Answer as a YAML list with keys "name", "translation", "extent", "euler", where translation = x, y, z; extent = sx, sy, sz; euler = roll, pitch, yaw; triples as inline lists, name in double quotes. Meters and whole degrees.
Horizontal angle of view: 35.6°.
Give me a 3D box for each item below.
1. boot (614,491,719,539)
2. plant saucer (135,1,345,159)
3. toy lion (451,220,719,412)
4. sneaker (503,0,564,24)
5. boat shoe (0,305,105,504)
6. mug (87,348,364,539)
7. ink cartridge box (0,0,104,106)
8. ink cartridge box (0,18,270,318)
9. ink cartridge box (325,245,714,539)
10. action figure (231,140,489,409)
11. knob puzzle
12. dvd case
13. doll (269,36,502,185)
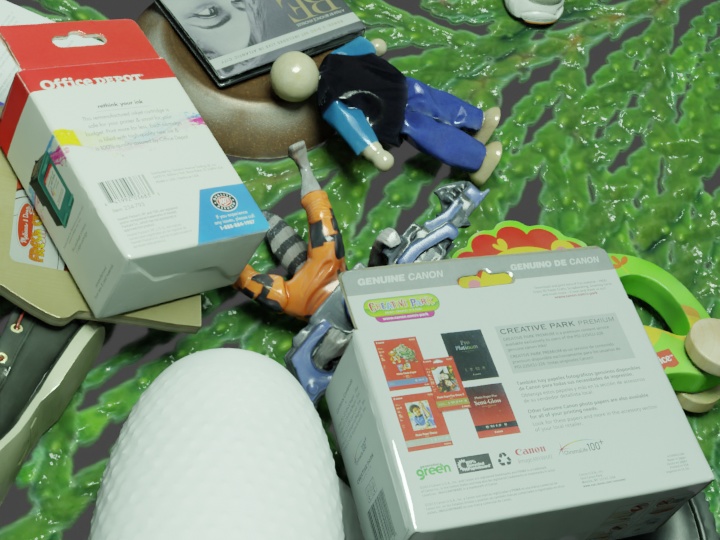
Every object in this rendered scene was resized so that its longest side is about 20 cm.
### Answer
- name: "boot"
  translation: [0.150, 0.217, 0.725]
  extent: [0.167, 0.076, 0.201]
  euler: [7, 61, -17]
- name: "plant saucer"
  translation: [-0.096, -0.183, 0.946]
  extent: [0.199, 0.037, 0.202]
  euler: [8, 56, -11]
- name: "toy lion"
  translation: [0.169, 0.036, 0.870]
  extent: [0.199, 0.069, 0.192]
  euler: [-13, 54, -24]
- name: "sneaker"
  translation: [0.176, -0.340, 1.099]
  extent: [0.075, 0.092, 0.201]
  euler: [2, 56, -16]
- name: "boat shoe"
  translation: [-0.232, 0.098, 0.693]
  extent: [0.063, 0.074, 0.202]
  euler: [26, 48, -1]
- name: "mug"
  translation: [-0.065, 0.154, 0.676]
  extent: [0.200, 0.147, 0.176]
  euler: [33, 38, -31]
- name: "ink cartridge box"
  translation: [-0.305, -0.129, 0.839]
  extent: [0.199, 0.043, 0.199]
  euler: [24, 54, -4]
- name: "ink cartridge box"
  translation: [-0.165, -0.076, 0.761]
  extent: [0.116, 0.067, 0.201]
  euler: [-14, 62, -42]
- name: "ink cartridge box"
  translation: [0.088, 0.084, 0.706]
  extent: [0.199, 0.084, 0.176]
  euler: [-4, 57, -20]
- name: "action figure"
  translation: [0.000, 0.000, 0.814]
  extent: [0.200, 0.105, 0.194]
  euler: [-41, 79, -8]
- name: "knob puzzle"
  translation: [-0.210, -0.040, 0.773]
  extent: [0.218, 0.030, 0.221]
  euler: [18, 46, -20]
- name: "dvd case"
  translation: [-0.110, -0.250, 0.955]
  extent: [0.148, 0.016, 0.200]
  euler: [-25, 67, -30]
- name: "doll"
  translation: [0.021, -0.131, 0.912]
  extent: [0.199, 0.048, 0.137]
  euler: [18, 52, -20]
